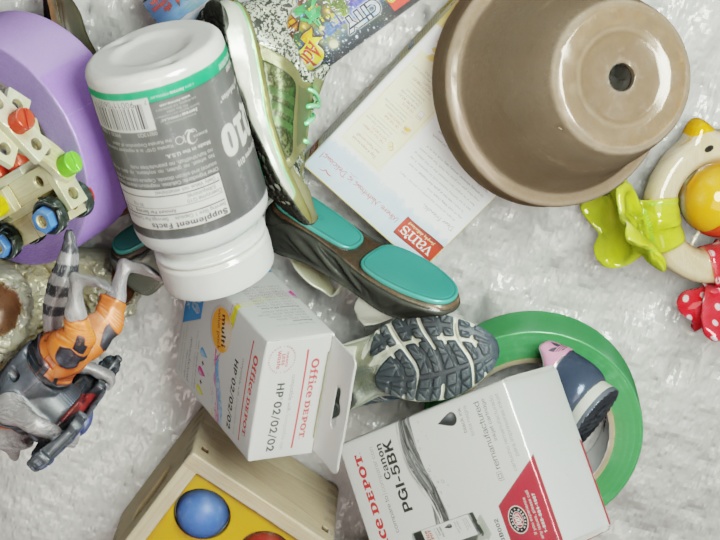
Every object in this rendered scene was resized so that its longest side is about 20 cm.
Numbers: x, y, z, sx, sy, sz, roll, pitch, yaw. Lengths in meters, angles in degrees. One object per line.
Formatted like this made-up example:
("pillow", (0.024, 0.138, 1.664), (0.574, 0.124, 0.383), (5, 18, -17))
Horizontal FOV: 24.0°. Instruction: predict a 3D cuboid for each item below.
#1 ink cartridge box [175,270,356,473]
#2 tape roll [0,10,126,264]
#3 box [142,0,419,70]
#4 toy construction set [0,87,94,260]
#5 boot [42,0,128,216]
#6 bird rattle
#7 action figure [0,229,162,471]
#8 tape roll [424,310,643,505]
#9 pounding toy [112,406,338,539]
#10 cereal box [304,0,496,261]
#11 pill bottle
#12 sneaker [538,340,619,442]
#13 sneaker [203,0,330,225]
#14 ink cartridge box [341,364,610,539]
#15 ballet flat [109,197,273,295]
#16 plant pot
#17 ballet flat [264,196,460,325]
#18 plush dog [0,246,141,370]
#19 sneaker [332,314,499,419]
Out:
("ink cartridge box", (-0.084, 0.081, 1.443), (0.067, 0.200, 0.116), (-5, 117, -30))
("tape roll", (-0.282, -0.109, 1.399), (0.198, 0.066, 0.202), (18, 125, 28))
("box", (-0.061, -0.229, 1.400), (0.199, 0.038, 0.137), (-34, 107, 16))
("toy construction set", (-0.284, -0.078, 1.320), (0.199, 0.092, 0.132), (-19, 104, 53))
("boot", (-0.201, -0.153, 1.436), (0.096, 0.075, 0.202), (-20, 110, -10))
("bird rattle", (0.297, -0.035, 1.435), (0.199, 0.113, 0.164), (30, 95, -13))
("action figure", (-0.244, 0.068, 1.386), (0.104, 0.200, 0.194), (35, 103, -5))
("tape roll", (0.156, 0.138, 1.538), (0.198, 0.048, 0.203), (1, 113, 3))
("pounding toy", (-0.130, 0.273, 1.558), (0.183, 0.142, 0.201), (34, 110, -11))
("cereal box", (0.068, -0.117, 1.440), (0.144, 0.040, 0.200), (41, 109, -14))
("pill bottle", (-0.138, -0.085, 1.338), (0.112, 0.113, 0.202), (-10, 119, 7))
("sneaker", (0.143, 0.147, 1.493), (0.082, 0.070, 0.201), (47, 118, 19))
("sneaker", (-0.057, -0.135, 1.378), (0.088, 0.077, 0.202), (-22, 107, -15))
("ink cartridge box", (0.093, 0.183, 1.441), (0.199, 0.082, 0.148), (-26, 79, 39))
("ballet flat", (-0.124, -0.049, 1.457), (0.199, 0.067, 0.064), (-34, 122, -1))
("plant pot", (0.172, -0.149, 1.316), (0.198, 0.174, 0.203), (-1, 93, -15))
("ballet flat", (0.000, 0.000, 1.454), (0.199, 0.068, 0.069), (33, 129, 25))
("plush dog", (-0.305, 0.069, 1.485), (0.159, 0.199, 0.174), (11, 107, 34))
("sneaker", (0.032, 0.079, 1.494), (0.198, 0.086, 0.079), (-12, 91, 22))
